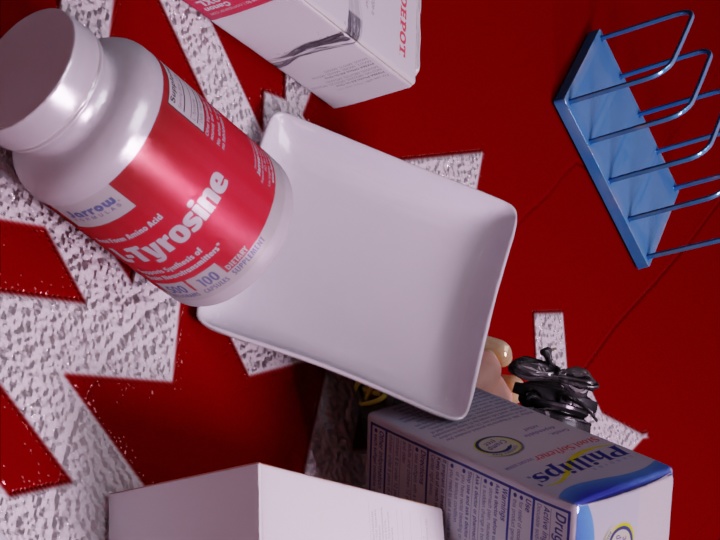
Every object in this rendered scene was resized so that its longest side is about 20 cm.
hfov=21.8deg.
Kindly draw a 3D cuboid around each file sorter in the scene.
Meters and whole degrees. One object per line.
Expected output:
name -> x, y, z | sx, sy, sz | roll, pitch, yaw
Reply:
file sorter -> 0.299, -0.133, 1.828 | 0.201, 0.122, 0.139 | 59, 36, -23

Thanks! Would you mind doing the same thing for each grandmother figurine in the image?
grandmother figurine -> 0.069, 0.138, 1.438 | 0.122, 0.060, 0.200 | 60, 39, -16

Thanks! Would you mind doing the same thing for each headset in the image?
headset -> 0.127, 0.127, 1.383 | 0.093, 0.201, 0.125 | 14, 55, -7

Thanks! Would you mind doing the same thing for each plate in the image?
plate -> 0.000, 0.000, 1.321 | 0.198, 0.032, 0.201 | 21, 52, -4

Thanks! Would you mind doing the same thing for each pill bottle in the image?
pill bottle -> -0.140, -0.070, 1.149 | 0.200, 0.111, 0.113 | 39, 47, -42

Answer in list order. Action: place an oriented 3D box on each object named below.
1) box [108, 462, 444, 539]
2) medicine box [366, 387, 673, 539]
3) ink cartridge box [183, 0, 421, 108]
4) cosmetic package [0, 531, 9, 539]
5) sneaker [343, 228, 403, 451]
box -> -0.048, 0.193, 1.175 | 0.199, 0.123, 0.099 | 22, 59, -52
medicine box -> 0.101, 0.199, 1.269 | 0.102, 0.199, 0.184 | -14, 113, -40
ink cartridge box -> -0.043, -0.230, 1.384 | 0.199, 0.083, 0.147 | 33, 52, -47
cosmetic package -> -0.251, 0.200, 0.870 | 0.200, 0.122, 0.201 | 54, 40, -29
sneaker -> 0.005, 0.058, 1.372 | 0.084, 0.074, 0.202 | 13, 62, -39
